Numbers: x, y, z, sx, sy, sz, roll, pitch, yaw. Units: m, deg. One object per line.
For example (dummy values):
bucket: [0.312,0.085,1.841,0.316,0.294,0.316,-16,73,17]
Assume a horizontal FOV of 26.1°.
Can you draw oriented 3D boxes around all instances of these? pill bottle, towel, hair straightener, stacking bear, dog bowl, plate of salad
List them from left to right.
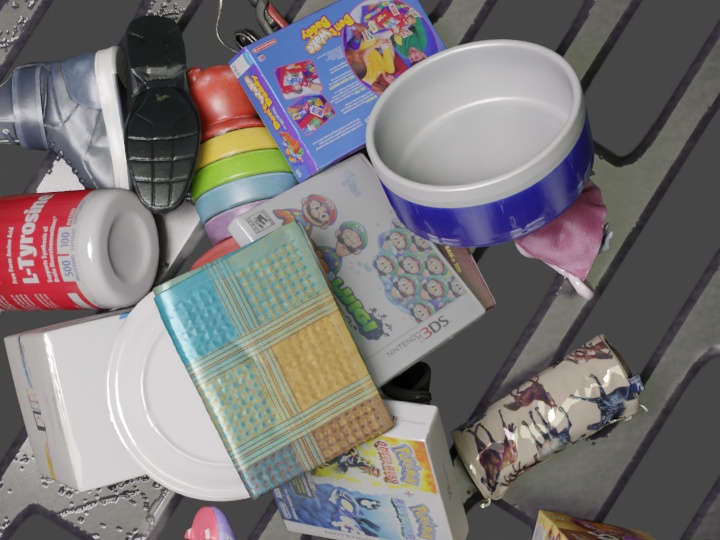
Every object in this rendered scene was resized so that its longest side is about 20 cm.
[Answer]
pill bottle: [-0.300,-0.018,1.463,0.200,0.112,0.112,-3,90,27]
plate of salad: [-0.122,0.100,1.349,0.200,0.048,0.200,2,81,-14]
stacking bear: [-0.119,-0.103,1.506,0.121,0.114,0.200,-9,77,-36]
towel: [-0.074,0.075,1.330,0.147,0.022,0.200,-26,90,-16]
hair straightener: [-0.080,-0.204,1.540,0.077,0.041,0.200,-41,93,-3]
dog bowl: [0.110,-0.118,1.419,0.200,0.200,0.079,-26,134,-3]

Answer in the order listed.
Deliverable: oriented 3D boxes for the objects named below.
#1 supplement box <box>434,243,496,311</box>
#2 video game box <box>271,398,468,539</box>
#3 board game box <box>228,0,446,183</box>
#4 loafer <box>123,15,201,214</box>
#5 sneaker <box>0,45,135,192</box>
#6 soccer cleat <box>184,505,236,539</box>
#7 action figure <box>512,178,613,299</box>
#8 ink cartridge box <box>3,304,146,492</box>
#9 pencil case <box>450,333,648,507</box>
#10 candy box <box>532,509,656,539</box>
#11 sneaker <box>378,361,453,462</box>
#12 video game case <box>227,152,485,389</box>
supplement box: [0.020,0.032,1.536,0.200,0.061,0.109,-27,90,-2]
video game box: [-0.002,0.189,1.451,0.182,0.200,0.047,4,49,19]
board game box: [-0.009,-0.189,1.500,0.200,0.045,0.134,-31,91,-30]
loafer: [-0.189,-0.140,1.471,0.073,0.072,0.200,1,67,-8]
sneaker: [-0.287,-0.109,1.516,0.146,0.077,0.202,-7,99,5]
soccer cleat: [-0.124,0.330,1.536,0.076,0.067,0.200,-6,84,-34]
action figure: [0.137,-0.056,1.511,0.200,0.134,0.149,-4,116,-27]
ink cartridge box: [-0.228,0.111,1.439,0.147,0.200,0.145,-14,93,-22]
pencil case: [0.184,0.150,1.537,0.200,0.078,0.089,-32,77,-3]
candy box: [0.236,0.281,1.479,0.117,0.200,0.056,12,89,-3]
sneaker: [0.044,0.133,1.496,0.087,0.074,0.200,-35,122,11]
video game case: [0.000,0.000,1.440,0.182,0.024,0.200,-31,79,-42]
